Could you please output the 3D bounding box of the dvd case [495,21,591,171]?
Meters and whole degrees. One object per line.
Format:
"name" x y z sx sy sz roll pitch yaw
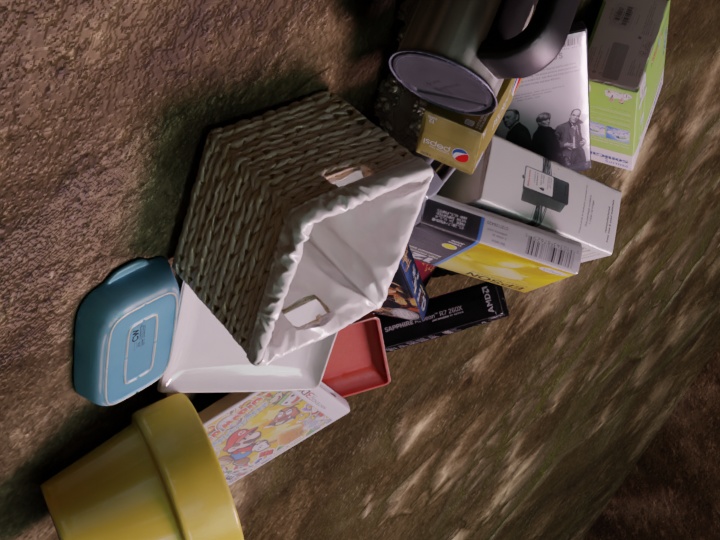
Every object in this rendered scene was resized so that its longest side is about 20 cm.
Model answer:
"dvd case" 0.198 -0.190 1.612 0.148 0.025 0.202 -11 130 -1

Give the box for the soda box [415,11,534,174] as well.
"soda box" 0.128 -0.198 1.436 0.064 0.067 0.201 100 16 -51

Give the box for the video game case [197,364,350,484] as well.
"video game case" -0.131 0.195 1.719 0.199 0.023 0.182 -32 149 9

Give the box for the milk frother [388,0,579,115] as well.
"milk frother" 0.096 -0.282 1.283 0.199 0.180 0.190 30 75 -24

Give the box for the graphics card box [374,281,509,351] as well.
"graphics card box" 0.096 0.064 1.815 0.197 0.052 0.125 -16 174 10

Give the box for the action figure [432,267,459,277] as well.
"action figure" 0.130 -0.032 1.796 0.200 0.054 0.119 -30 -143 66

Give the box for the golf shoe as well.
"golf shoe" 0.078 -0.216 1.472 0.097 0.078 0.201 -35 155 -39

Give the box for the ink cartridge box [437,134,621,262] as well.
"ink cartridge box" 0.182 -0.075 1.593 0.198 0.146 0.084 20 72 -26

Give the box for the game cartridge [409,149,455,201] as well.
"game cartridge" 0.064 -0.118 1.513 0.132 0.041 0.200 -21 -159 43

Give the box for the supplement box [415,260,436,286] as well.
"supplement box" 0.066 -0.045 1.726 0.108 0.061 0.201 -15 140 -50

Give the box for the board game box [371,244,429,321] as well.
"board game box" 0.000 0.000 1.601 0.200 0.134 0.035 63 39 -64

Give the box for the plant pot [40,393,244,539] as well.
"plant pot" -0.251 0.266 1.538 0.187 0.202 0.202 -20 149 -16

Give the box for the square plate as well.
"square plate" -0.120 0.064 1.539 0.197 0.029 0.200 0 134 -21

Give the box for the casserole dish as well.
"casserole dish" -0.240 0.071 1.426 0.120 0.039 0.201 -30 150 -34

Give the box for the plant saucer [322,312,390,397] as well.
"plant saucer" -0.067 0.114 1.700 0.197 0.037 0.201 -16 152 -2

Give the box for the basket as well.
"basket" -0.063 -0.049 1.377 0.197 0.161 0.201 -25 148 -42

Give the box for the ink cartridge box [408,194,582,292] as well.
"ink cartridge box" 0.126 -0.023 1.576 0.200 0.195 0.048 145 -41 -69

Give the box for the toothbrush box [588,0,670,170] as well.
"toothbrush box" 0.340 -0.248 1.775 0.200 0.085 0.147 67 42 -64
